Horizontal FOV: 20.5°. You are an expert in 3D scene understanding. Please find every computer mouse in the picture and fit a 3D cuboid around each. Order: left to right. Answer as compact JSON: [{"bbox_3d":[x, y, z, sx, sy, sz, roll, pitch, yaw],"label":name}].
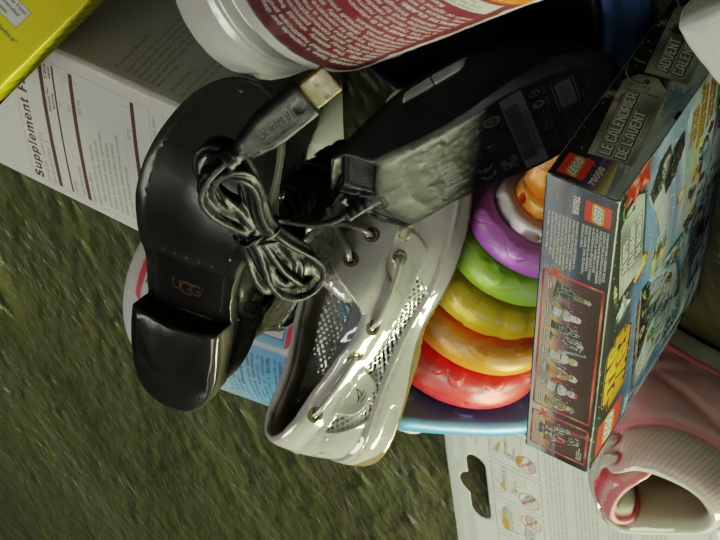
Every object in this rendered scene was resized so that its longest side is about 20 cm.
[{"bbox_3d":[0.015,-0.070,0.903,0.140,0.199,0.046,47,-165,-57],"label":"computer mouse"}]

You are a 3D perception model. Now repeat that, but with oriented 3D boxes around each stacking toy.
[{"bbox_3d":[0.076,-0.013,1.020,0.200,0.109,0.116,-60,37,43],"label":"stacking toy"}]

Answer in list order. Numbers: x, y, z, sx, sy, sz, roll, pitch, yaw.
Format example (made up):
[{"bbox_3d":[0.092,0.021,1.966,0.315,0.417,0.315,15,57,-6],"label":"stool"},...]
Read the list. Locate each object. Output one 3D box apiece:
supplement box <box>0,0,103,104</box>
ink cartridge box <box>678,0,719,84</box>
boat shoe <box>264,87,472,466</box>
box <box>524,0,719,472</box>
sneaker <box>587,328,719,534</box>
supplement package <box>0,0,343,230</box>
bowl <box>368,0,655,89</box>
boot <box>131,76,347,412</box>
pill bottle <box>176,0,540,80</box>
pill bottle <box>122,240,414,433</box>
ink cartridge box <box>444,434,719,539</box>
[{"bbox_3d":[-0.158,-0.182,0.982,0.110,0.200,0.109,46,-174,-8],"label":"supplement box"},{"bbox_3d":[0.234,-0.129,0.721,0.084,0.146,0.200,49,147,-16],"label":"ink cartridge box"},{"bbox_3d":[0.000,0.000,0.993,0.069,0.201,0.071,10,-173,-35],"label":"boat shoe"},{"bbox_3d":[0.131,-0.014,0.963,0.040,0.137,0.201,23,143,20],"label":"box"},{"bbox_3d":[0.133,0.076,1.097,0.200,0.105,0.076,27,146,23],"label":"sneaker"},{"bbox_3d":[-0.123,-0.111,1.119,0.199,0.121,0.120,26,144,22],"label":"supplement package"},{"bbox_3d":[0.047,-0.154,0.974,0.200,0.039,0.201,27,144,21],"label":"bowl"},{"bbox_3d":[-0.047,-0.033,1.038,0.069,0.174,0.201,27,123,16],"label":"boot"},{"bbox_3d":[0.008,-0.153,0.875,0.200,0.114,0.114,-14,119,51],"label":"pill bottle"},{"bbox_3d":[-0.039,0.032,1.212,0.199,0.109,0.109,17,141,31],"label":"pill bottle"},{"bbox_3d":[0.148,0.153,1.232,0.200,0.057,0.163,29,146,32],"label":"ink cartridge box"}]
